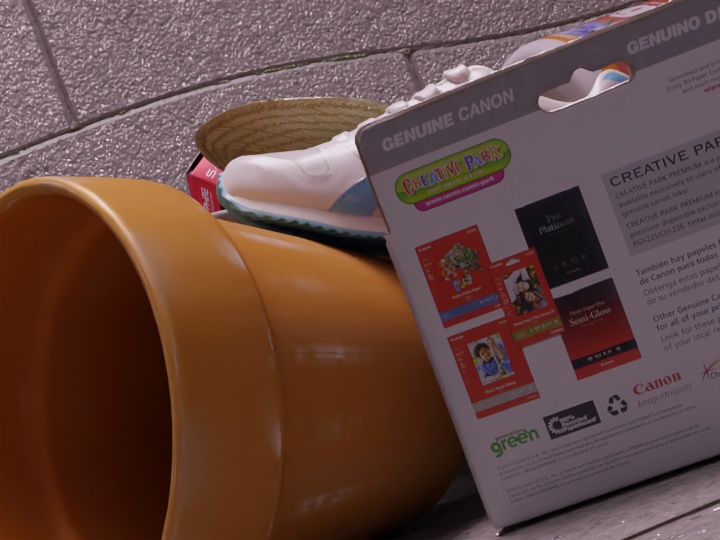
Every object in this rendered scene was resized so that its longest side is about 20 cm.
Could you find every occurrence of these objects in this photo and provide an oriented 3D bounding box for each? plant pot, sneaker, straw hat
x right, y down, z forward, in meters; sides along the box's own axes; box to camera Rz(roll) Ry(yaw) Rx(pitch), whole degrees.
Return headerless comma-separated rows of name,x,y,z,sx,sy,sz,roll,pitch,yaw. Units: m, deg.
plant pot,-0.060,0.060,0.937,0.183,0.201,0.200,-2,-11,-39
sneaker,0.034,-0.049,0.980,0.199,0.081,0.077,-2,-6,3
straw hat,0.010,-0.016,1.082,0.200,0.085,0.201,4,-16,1

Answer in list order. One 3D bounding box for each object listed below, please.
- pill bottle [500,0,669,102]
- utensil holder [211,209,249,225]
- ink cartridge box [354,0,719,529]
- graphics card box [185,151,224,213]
pill bottle,0.184,-0.104,1.255,0.200,0.113,0.112,-22,2,-32
utensil holder,-0.094,0.065,1.221,0.170,0.170,0.200,-22,1,-30
ink cartridge box,0.121,-0.013,0.879,0.199,0.176,0.084,-20,2,14
graphics card box,0.000,0.000,1.245,0.051,0.200,0.126,-55,-22,-28
